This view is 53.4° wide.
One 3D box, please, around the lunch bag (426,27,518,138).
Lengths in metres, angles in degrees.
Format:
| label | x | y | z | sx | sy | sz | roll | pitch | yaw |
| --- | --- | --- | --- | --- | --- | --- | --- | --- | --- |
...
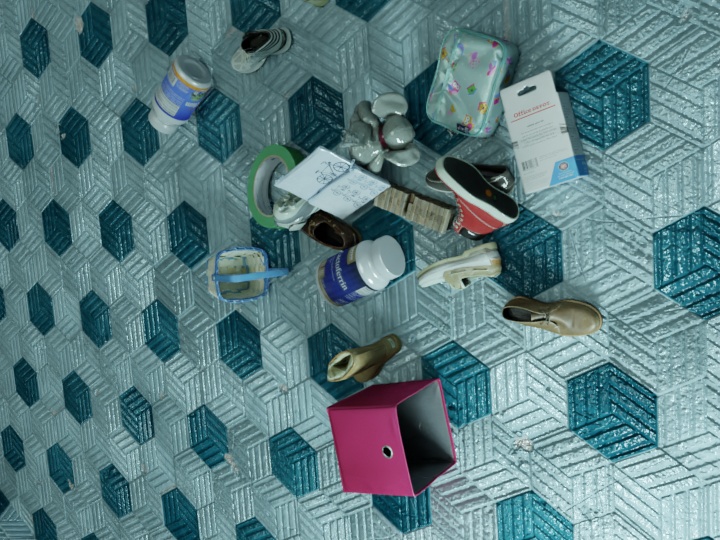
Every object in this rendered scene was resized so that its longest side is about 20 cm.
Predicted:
| label | x | y | z | sx | sy | sz | roll | pitch | yaw |
| --- | --- | --- | --- | --- | --- | --- | --- | --- | --- |
| lunch bag | 0.216 | -0.372 | 1.434 | 0.158 | 0.076 | 0.204 | 28 | 114 | 30 |

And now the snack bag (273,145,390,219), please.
| label | x | y | z | sx | sy | sz | roll | pitch | yaw |
| --- | --- | --- | --- | --- | --- | --- | --- | --- | --- |
| snack bag | -0.063 | -0.188 | 1.557 | 0.187 | 0.197 | 0.022 | -28 | 48 | 44 |

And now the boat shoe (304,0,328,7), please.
| label | x | y | z | sx | sy | sz | roll | pitch | yaw |
| --- | --- | --- | --- | --- | --- | --- | --- | --- | --- |
| boat shoe | -0.064 | -0.682 | 1.601 | 0.074 | 0.062 | 0.201 | 50 | 122 | 20 |

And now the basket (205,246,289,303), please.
| label | x | y | z | sx | sy | sz | roll | pitch | yaw |
| --- | --- | --- | --- | --- | --- | --- | --- | --- | --- |
| basket | -0.302 | 0.010 | 1.827 | 0.197 | 0.174 | 0.143 | 6 | 98 | 47 |

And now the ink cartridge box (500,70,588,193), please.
| label | x | y | z | sx | sy | sz | roll | pitch | yaw |
| --- | --- | --- | --- | --- | --- | --- | --- | --- | --- |
| ink cartridge box | 0.349 | -0.262 | 1.359 | 0.114 | 0.066 | 0.205 | -14 | 90 | 38 |

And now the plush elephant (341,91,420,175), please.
| label | x | y | z | sx | sy | sz | roll | pitch | yaw |
| --- | --- | --- | --- | --- | --- | --- | --- | --- | --- |
| plush elephant | 0.053 | -0.287 | 1.527 | 0.151 | 0.200 | 0.170 | -5 | 97 | 14 |

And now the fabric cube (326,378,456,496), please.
| label | x | y | z | sx | sy | sz | roll | pitch | yaw |
| --- | --- | --- | --- | --- | --- | --- | --- | --- | --- |
| fabric cube | 0.070 | 0.367 | 1.593 | 0.196 | 0.198 | 0.202 | -10 | 93 | 37 |

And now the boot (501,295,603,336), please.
| label | x | y | z | sx | sy | sz | roll | pitch | yaw |
| --- | --- | --- | --- | --- | --- | --- | --- | --- | --- |
| boot | 0.371 | 0.094 | 1.400 | 0.196 | 0.075 | 0.076 | 6 | 100 | 35 |

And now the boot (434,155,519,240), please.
| label | x | y | z | sx | sy | sz | roll | pitch | yaw |
| --- | --- | --- | --- | --- | --- | --- | --- | --- | --- |
| boot | 0.199 | -0.135 | 1.430 | 0.198 | 0.074 | 0.144 | 34 | 145 | -18 |

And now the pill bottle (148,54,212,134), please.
| label | x | y | z | sx | sy | sz | roll | pitch | yaw |
| --- | --- | --- | --- | --- | --- | --- | --- | --- | --- |
| pill bottle | -0.492 | -0.468 | 1.929 | 0.200 | 0.111 | 0.113 | -45 | 72 | 34 |

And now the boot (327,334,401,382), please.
| label | x | y | z | sx | sy | sz | roll | pitch | yaw |
| --- | --- | --- | --- | --- | --- | --- | --- | --- | --- |
| boot | -0.013 | 0.215 | 1.628 | 0.067 | 0.198 | 0.176 | 51 | 123 | 17 |

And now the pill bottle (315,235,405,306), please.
| label | x | y | z | sx | sy | sz | roll | pitch | yaw |
| --- | --- | --- | --- | --- | --- | --- | --- | --- | --- |
| pill bottle | 0.000 | 0.000 | 1.636 | 0.197 | 0.115 | 0.118 | -25 | 83 | 36 |

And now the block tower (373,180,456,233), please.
| label | x | y | z | sx | sy | sz | roll | pitch | yaw |
| --- | --- | --- | --- | --- | --- | --- | --- | --- | --- |
| block tower | 0.117 | -0.141 | 1.562 | 0.197 | 0.057 | 0.055 | 27 | 113 | 33 |

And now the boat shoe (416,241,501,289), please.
| label | x | y | z | sx | sy | sz | roll | pitch | yaw |
| --- | --- | --- | --- | --- | --- | --- | --- | --- | --- |
| boat shoe | 0.205 | 0.006 | 1.508 | 0.197 | 0.074 | 0.070 | -24 | 78 | 36 |

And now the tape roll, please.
| label | x | y | z | sx | sy | sz | roll | pitch | yaw |
| --- | --- | --- | --- | --- | --- | --- | --- | --- | --- |
| tape roll | -0.204 | -0.207 | 1.770 | 0.197 | 0.047 | 0.206 | -3 | 85 | 45 |

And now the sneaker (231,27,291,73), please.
| label | x | y | z | sx | sy | sz | roll | pitch | yaw |
| --- | --- | --- | --- | --- | --- | --- | --- | --- | --- |
| sneaker | -0.272 | -0.545 | 1.747 | 0.197 | 0.114 | 0.078 | -16 | 89 | 37 |

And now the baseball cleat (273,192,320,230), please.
| label | x | y | z | sx | sy | sz | roll | pitch | yaw |
| --- | --- | --- | --- | --- | --- | --- | --- | --- | --- |
| baseball cleat | -0.118 | -0.160 | 1.685 | 0.071 | 0.196 | 0.107 | 59 | 160 | 27 |

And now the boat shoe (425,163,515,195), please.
| label | x | y | z | sx | sy | sz | roll | pitch | yaw |
| --- | --- | --- | --- | --- | --- | --- | --- | --- | --- |
| boat shoe | 0.220 | -0.197 | 1.459 | 0.196 | 0.068 | 0.057 | 10 | 148 | 29 |

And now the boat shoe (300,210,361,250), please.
| label | x | y | z | sx | sy | sz | roll | pitch | yaw |
| --- | --- | --- | --- | --- | --- | --- | --- | --- | --- |
| boat shoe | -0.090 | -0.101 | 1.715 | 0.197 | 0.070 | 0.072 | 22 | 114 | 34 |
